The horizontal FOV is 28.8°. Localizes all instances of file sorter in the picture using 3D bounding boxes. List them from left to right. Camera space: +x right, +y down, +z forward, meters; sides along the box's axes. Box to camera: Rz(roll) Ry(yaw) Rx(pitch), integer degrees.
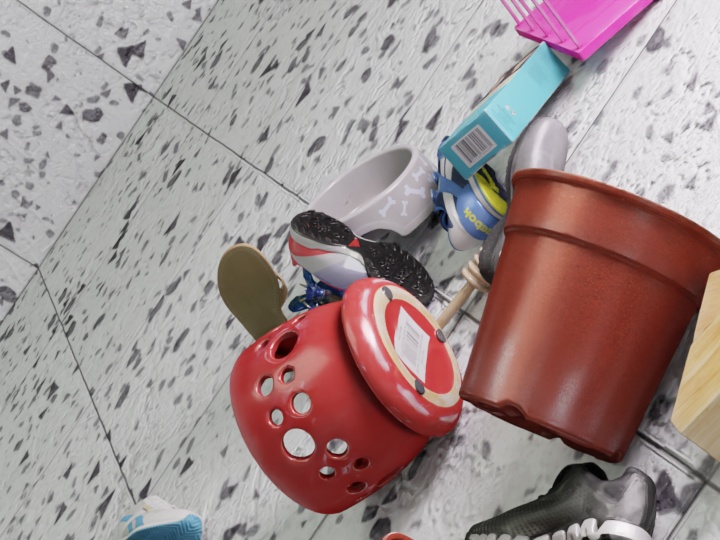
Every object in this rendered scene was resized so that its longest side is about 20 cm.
[{"bbox_3d":[0.238,-0.350,1.625,0.139,0.126,0.200,-41,23,0],"label":"file sorter"}]

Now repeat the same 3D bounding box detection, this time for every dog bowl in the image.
[{"bbox_3d":[0.012,-0.085,1.765,0.199,0.059,0.200,-30,22,13],"label":"dog bowl"}]

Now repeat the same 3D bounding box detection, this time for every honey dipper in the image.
[{"bbox_3d":[0.091,0.054,1.534,0.200,0.038,0.038,-52,23,15],"label":"honey dipper"}]

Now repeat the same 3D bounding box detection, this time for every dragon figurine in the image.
[{"bbox_3d":[-0.054,0.030,1.755,0.200,0.099,0.059,35,107,65],"label":"dragon figurine"}]

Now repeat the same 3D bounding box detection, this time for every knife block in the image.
[{"bbox_3d":[0.331,0.038,1.036,0.175,0.064,0.201,-22,40,54],"label":"knife block"}]

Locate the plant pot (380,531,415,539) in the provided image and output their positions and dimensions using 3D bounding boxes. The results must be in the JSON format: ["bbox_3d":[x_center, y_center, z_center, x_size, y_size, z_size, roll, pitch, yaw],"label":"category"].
[{"bbox_3d":[0.040,0.344,1.073,0.176,0.199,0.201,-41,24,61],"label":"plant pot"}]

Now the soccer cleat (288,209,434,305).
[{"bbox_3d":[0.000,0.000,1.661,0.068,0.199,0.074,-43,-28,-42],"label":"soccer cleat"}]

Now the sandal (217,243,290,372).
[{"bbox_3d":[-0.126,0.032,1.791,0.077,0.213,0.070,-14,36,11],"label":"sandal"}]

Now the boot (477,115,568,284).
[{"bbox_3d":[0.205,-0.071,1.449,0.131,0.069,0.202,-4,66,58],"label":"boot"}]

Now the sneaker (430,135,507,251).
[{"bbox_3d":[0.116,-0.092,1.632,0.082,0.074,0.200,-51,22,17],"label":"sneaker"}]

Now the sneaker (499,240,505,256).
[{"bbox_3d":[0.161,0.009,1.333,0.076,0.080,0.202,30,111,48],"label":"sneaker"}]

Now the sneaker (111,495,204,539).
[{"bbox_3d":[-0.265,0.332,1.824,0.199,0.076,0.081,-25,35,48],"label":"sneaker"}]

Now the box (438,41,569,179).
[{"bbox_3d":[0.166,-0.184,1.592,0.082,0.049,0.200,-39,7,39],"label":"box"}]

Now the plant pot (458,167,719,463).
[{"bbox_3d":[0.186,0.045,1.180,0.200,0.200,0.197,8,74,65],"label":"plant pot"}]

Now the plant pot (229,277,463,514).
[{"bbox_3d":[-0.004,0.124,1.435,0.182,0.200,0.201,-33,31,25],"label":"plant pot"}]

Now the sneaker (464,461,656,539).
[{"bbox_3d":[0.168,0.203,1.148,0.199,0.066,0.091,-19,40,50],"label":"sneaker"}]
